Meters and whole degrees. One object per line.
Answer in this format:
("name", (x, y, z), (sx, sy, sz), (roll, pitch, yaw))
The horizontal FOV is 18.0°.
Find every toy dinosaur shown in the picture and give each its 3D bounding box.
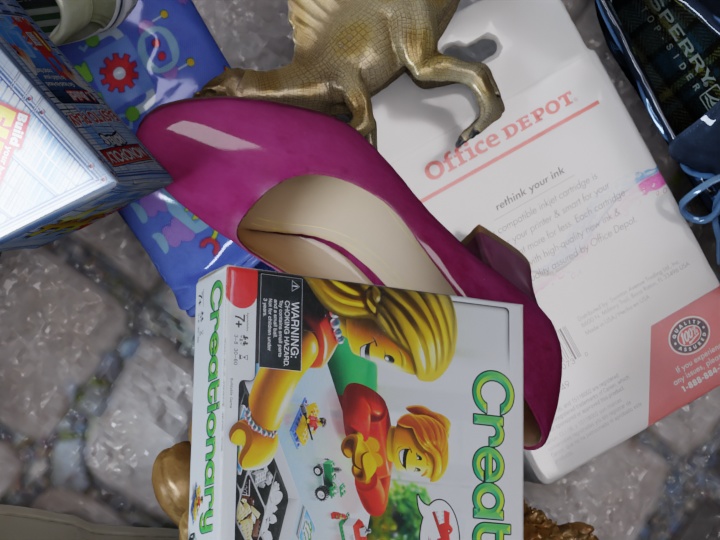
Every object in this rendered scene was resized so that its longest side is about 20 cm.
("toy dinosaur", (0.020, -0.098, 0.952), (0.200, 0.058, 0.101), (-39, 93, -13))

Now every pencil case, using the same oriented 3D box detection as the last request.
("pencil case", (-0.092, -0.081, 0.994), (0.087, 0.078, 0.201), (-32, 94, 8))

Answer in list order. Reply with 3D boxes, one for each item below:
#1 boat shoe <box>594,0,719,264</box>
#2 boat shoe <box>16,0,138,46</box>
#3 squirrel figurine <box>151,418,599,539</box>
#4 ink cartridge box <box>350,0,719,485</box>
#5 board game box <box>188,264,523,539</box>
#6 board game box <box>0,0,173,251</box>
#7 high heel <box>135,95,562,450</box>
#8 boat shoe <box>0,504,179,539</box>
("boat shoe", (0.158, -0.059, 0.999), (0.084, 0.069, 0.200), (-47, 67, 17))
("boat shoe", (-0.188, -0.110, 0.945), (0.199, 0.062, 0.072), (-9, 104, 27))
("squirrel figurine", (0.007, 0.117, 0.953), (0.199, 0.142, 0.187), (30, 44, 0))
("ink cartridge box", (0.076, -0.019, 1.022), (0.116, 0.067, 0.201), (-28, 93, -9))
("board game box", (-0.001, 0.105, 0.838), (0.126, 0.035, 0.201), (7, 75, -26))
("board game box", (-0.185, -0.046, 0.877), (0.199, 0.062, 0.201), (34, 103, 12))
("high heel", (0.000, 0.000, 0.901), (0.199, 0.096, 0.067), (21, 127, -25))
("boat shoe", (-0.095, 0.157, 1.006), (0.199, 0.073, 0.063), (16, 130, -13))
